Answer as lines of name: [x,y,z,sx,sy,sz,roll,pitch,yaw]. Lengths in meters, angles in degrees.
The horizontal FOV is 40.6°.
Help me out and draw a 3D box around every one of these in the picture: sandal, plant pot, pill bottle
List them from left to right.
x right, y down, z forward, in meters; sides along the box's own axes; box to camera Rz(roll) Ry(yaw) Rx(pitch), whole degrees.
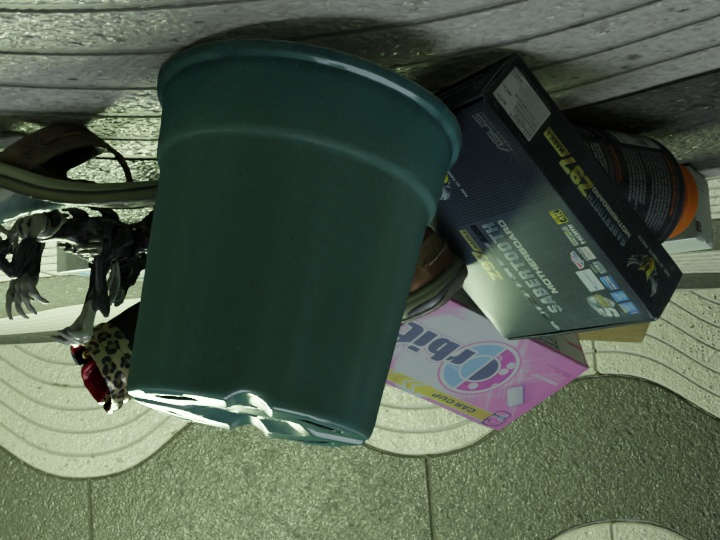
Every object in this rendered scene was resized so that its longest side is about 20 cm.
sandal: [-0.222,-0.079,0.689,0.199,0.058,0.080,11,-178,-2]
plant pot: [-0.049,-0.003,0.599,0.198,0.198,0.200,10,164,3]
pill bottle: [0.200,-0.066,0.819,0.199,0.107,0.106,2,171,-38]

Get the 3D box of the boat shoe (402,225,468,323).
boat shoe: [-0.012,0.011,0.754,0.199,0.072,0.076,-23,-163,30]

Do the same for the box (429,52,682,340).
box: [0.107,-0.041,0.692,0.051,0.200,0.157,-49,-161,-27]

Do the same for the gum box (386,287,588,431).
gum box: [0.097,0.064,0.860,0.199,0.067,0.113,26,127,-32]

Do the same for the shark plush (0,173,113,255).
shark plush: [-0.298,-0.048,0.774,0.199,0.084,0.091,-20,-146,-27]

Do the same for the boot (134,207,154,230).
boot: [-0.159,-0.044,0.893,0.157,0.080,0.211,-8,173,27]

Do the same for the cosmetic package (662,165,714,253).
cosmetic package: [0.280,-0.054,1.078,0.198,0.082,0.113,-9,172,26]

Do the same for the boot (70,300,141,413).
boot: [-0.164,0.056,0.817,0.150,0.074,0.200,-33,180,-25]

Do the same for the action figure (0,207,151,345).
action figure: [-0.232,-0.002,0.726,0.199,0.103,0.118,8,-179,-41]

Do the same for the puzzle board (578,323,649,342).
puzzle board: [0.169,0.024,0.893,0.198,0.018,0.151,3,152,8]

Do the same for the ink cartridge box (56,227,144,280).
ink cartridge box: [-0.240,-0.019,1.200,0.175,0.045,0.200,-7,173,29]
